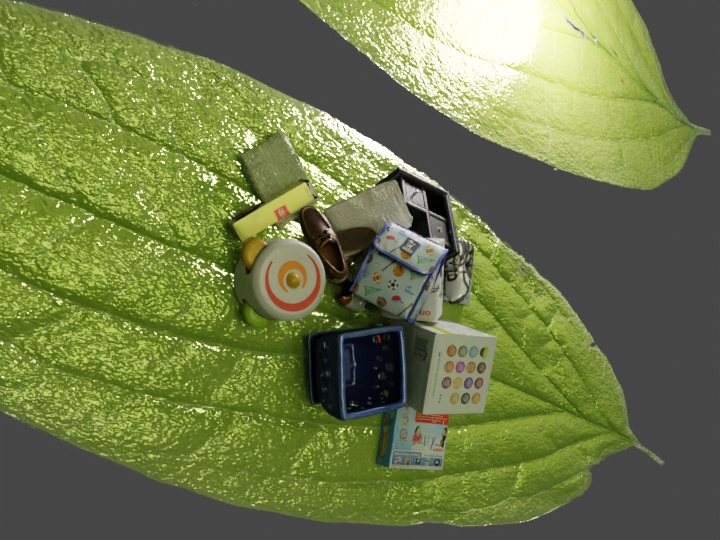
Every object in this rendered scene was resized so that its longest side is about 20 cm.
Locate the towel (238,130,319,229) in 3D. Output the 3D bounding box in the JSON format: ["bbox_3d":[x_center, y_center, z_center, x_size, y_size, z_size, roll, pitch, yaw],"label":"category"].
[{"bbox_3d":[-0.192,-0.212,1.475,0.148,0.036,0.200,-40,112,-31],"label":"towel"}]

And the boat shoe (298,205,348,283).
[{"bbox_3d":[-0.082,-0.068,1.461,0.072,0.068,0.200,-24,80,-15],"label":"boat shoe"}]

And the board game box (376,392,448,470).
[{"bbox_3d":[0.147,0.433,1.693,0.200,0.056,0.196,16,78,-36],"label":"board game box"}]

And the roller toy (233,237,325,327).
[{"bbox_3d":[-0.178,0.019,1.403,0.182,0.140,0.200,-12,95,-34],"label":"roller toy"}]

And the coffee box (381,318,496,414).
[{"bbox_3d":[0.195,0.236,1.587,0.198,0.200,0.200,7,95,-31],"label":"coffee box"}]

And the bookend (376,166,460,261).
[{"bbox_3d":[0.152,-0.139,1.655,0.200,0.092,0.199,20,52,-37],"label":"bookend"}]

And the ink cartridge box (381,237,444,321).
[{"bbox_3d":[0.133,0.019,1.585,0.084,0.145,0.200,-26,118,-70],"label":"ink cartridge box"}]

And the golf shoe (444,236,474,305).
[{"bbox_3d":[0.255,-0.004,1.730,0.094,0.078,0.200,33,55,-39],"label":"golf shoe"}]

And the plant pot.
[{"bbox_3d":[-0.020,0.233,1.496,0.200,0.180,0.200,-2,90,-38],"label":"plant pot"}]

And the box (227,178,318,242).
[{"bbox_3d":[-0.197,-0.137,1.406,0.200,0.075,0.050,-32,109,-15],"label":"box"}]

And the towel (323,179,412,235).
[{"bbox_3d":[0.022,-0.134,1.574,0.200,0.034,0.133,-25,105,2],"label":"towel"}]

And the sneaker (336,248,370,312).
[{"bbox_3d":[0.000,0.000,1.589,0.085,0.073,0.200,32,71,-35],"label":"sneaker"}]

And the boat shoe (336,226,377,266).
[{"bbox_3d":[-0.048,-0.040,1.541,0.200,0.072,0.072,-31,62,-19],"label":"boat shoe"}]

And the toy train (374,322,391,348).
[{"bbox_3d":[0.107,0.200,1.679,0.150,0.056,0.200,-37,114,-20],"label":"toy train"}]

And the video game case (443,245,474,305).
[{"bbox_3d":[0.262,0.000,1.804,0.200,0.023,0.182,14,80,-47],"label":"video game case"}]

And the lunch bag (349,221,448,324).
[{"bbox_3d":[0.094,0.002,1.489,0.200,0.170,0.124,-61,166,-2],"label":"lunch bag"}]
